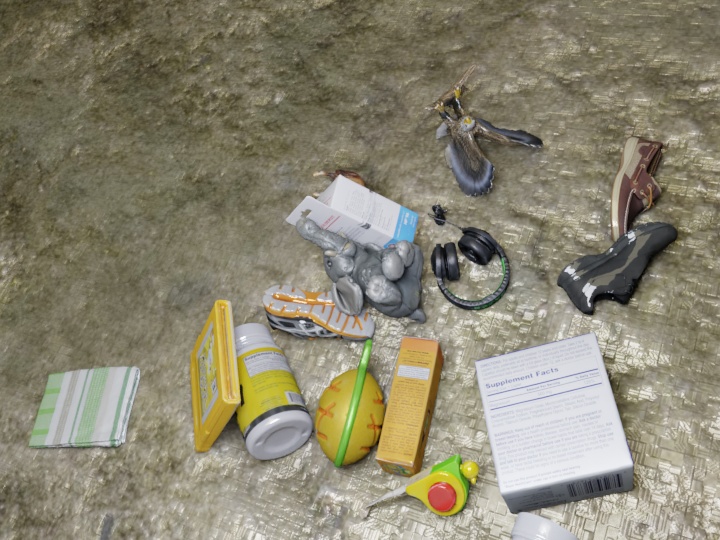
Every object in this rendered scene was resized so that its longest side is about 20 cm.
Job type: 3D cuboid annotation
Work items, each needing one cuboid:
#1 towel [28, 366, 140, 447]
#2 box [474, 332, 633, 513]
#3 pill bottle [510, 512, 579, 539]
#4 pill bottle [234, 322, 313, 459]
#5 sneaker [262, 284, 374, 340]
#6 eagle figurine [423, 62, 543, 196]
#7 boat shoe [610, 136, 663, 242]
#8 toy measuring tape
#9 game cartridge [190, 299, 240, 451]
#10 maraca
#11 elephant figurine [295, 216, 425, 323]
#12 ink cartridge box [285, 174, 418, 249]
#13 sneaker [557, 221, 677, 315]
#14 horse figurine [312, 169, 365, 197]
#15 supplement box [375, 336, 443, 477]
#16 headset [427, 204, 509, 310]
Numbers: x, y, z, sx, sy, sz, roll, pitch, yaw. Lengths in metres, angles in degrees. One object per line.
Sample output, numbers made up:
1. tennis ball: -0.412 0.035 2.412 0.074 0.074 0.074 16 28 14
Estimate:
1. towel: -0.499 0.250 1.488 0.196 0.031 0.152 -7 55 20
2. box: 0.272 0.217 1.163 0.180 0.105 0.204 -15 56 12
3. pill bottle: 0.207 0.425 1.051 0.118 0.120 0.203 16 66 28
4. pill bottle: -0.160 0.193 1.336 0.113 0.115 0.202 -29 53 1
5. sneaker: -0.071 0.083 1.399 0.196 0.078 0.079 15 45 8
6. eagle figurine: 0.208 -0.243 1.479 0.201 0.150 0.152 49 127 7
7. boat shoe: 0.453 -0.133 1.334 0.071 0.073 0.203 8 57 26
8. toy measuring tape: 0.092 0.335 1.193 0.198 0.073 0.075 -32 52 20
9. game cartridge: -0.243 0.175 1.338 0.032 0.201 0.179 5 55 -25
10. maraca: -0.011 0.205 1.266 0.105 0.138 0.203 17 57 -2
11. elephant figurine: 0.000 0.000 1.357 0.197 0.140 0.159 8 95 33
12. ink cartridge box: -0.015 -0.089 1.390 0.197 0.116 0.069 25 62 -18
13. sneaker: 0.410 0.000 1.275 0.198 0.076 0.092 -32 63 8
14. horse figurine: -0.034 -0.119 1.517 0.129 0.050 0.203 6 55 9
15. supplement box: 0.078 0.209 1.263 0.067 0.067 0.204 4 61 17
16. headset: 0.172 -0.024 1.386 0.122 0.094 0.203 -26 69 -2
